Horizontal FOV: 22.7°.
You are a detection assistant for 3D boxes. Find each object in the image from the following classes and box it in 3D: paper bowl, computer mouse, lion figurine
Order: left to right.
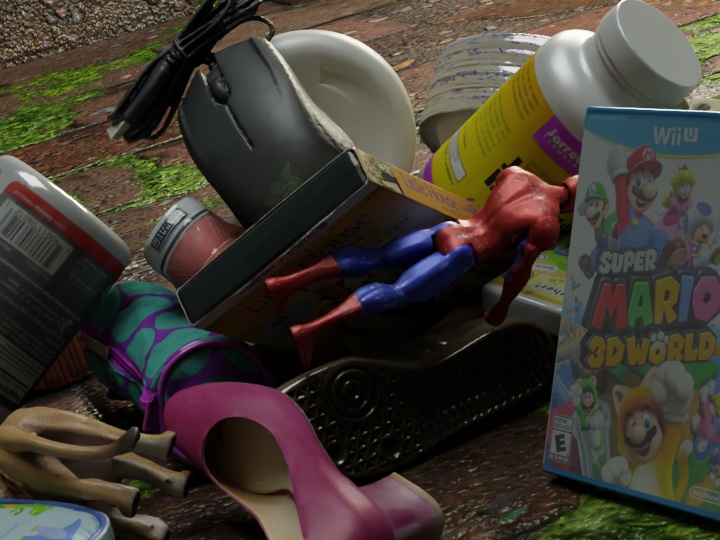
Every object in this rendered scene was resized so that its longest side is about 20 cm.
[{"bbox_3d":[-0.163,0.107,0.984,0.122,0.200,0.073,17,64,7],"label":"lion figurine"},{"bbox_3d":[-0.075,-0.087,1.137,0.139,0.200,0.053,-46,-26,9],"label":"computer mouse"},{"bbox_3d":[0.141,-0.091,1.345,0.199,0.105,0.201,15,-12,3],"label":"paper bowl"}]

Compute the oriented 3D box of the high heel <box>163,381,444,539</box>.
[{"bbox_3d":[-0.057,0.117,0.958,0.199,0.068,0.096,28,29,34],"label":"high heel"}]

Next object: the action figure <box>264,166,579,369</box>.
[{"bbox_3d":[0.050,0.003,1.057,0.199,0.099,0.065,-25,57,-6],"label":"action figure"}]

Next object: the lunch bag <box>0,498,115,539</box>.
[{"bbox_3d":[-0.212,0.186,0.865,0.160,0.083,0.200,-4,19,31],"label":"lunch bag"}]

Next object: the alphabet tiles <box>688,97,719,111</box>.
[{"bbox_3d":[0.269,-0.053,0.957,0.198,0.006,0.167,8,41,15],"label":"alphabet tiles"}]

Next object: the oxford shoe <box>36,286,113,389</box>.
[{"bbox_3d":[-0.266,0.058,1.344,0.199,0.071,0.074,-21,15,-23],"label":"oxford shoe"}]

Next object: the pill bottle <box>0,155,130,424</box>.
[{"bbox_3d":[-0.256,0.033,1.203,0.200,0.116,0.116,-53,26,-7],"label":"pill bottle"}]

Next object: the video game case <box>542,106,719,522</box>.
[{"bbox_3d":[0.158,0.018,0.927,0.018,0.202,0.143,6,2,-36],"label":"video game case"}]

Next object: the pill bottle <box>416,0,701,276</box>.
[{"bbox_3d":[0.131,-0.087,1.188,0.200,0.104,0.104,-45,-4,36],"label":"pill bottle"}]

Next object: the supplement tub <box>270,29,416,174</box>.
[{"bbox_3d":[-0.038,-0.098,1.283,0.143,0.146,0.200,-14,7,-2],"label":"supplement tub"}]

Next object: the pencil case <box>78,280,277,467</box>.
[{"bbox_3d":[-0.123,0.066,1.176,0.092,0.086,0.200,1,9,-23],"label":"pencil case"}]

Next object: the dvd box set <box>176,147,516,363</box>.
[{"bbox_3d":[0.000,0.000,1.108,0.146,0.030,0.200,-38,-28,19],"label":"dvd box set"}]

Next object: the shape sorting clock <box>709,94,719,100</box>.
[{"bbox_3d":[0.296,-0.064,1.147,0.199,0.200,0.039,-2,58,33],"label":"shape sorting clock"}]

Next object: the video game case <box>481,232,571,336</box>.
[{"bbox_3d":[0.208,0.010,1.131,0.199,0.023,0.182,19,34,37],"label":"video game case"}]

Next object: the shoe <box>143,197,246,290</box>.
[{"bbox_3d":[-0.078,0.010,1.224,0.072,0.091,0.200,-53,-13,0],"label":"shoe"}]

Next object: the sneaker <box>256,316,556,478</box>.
[{"bbox_3d":[0.021,0.078,1.082,0.199,0.071,0.075,-13,3,-24],"label":"sneaker"}]
